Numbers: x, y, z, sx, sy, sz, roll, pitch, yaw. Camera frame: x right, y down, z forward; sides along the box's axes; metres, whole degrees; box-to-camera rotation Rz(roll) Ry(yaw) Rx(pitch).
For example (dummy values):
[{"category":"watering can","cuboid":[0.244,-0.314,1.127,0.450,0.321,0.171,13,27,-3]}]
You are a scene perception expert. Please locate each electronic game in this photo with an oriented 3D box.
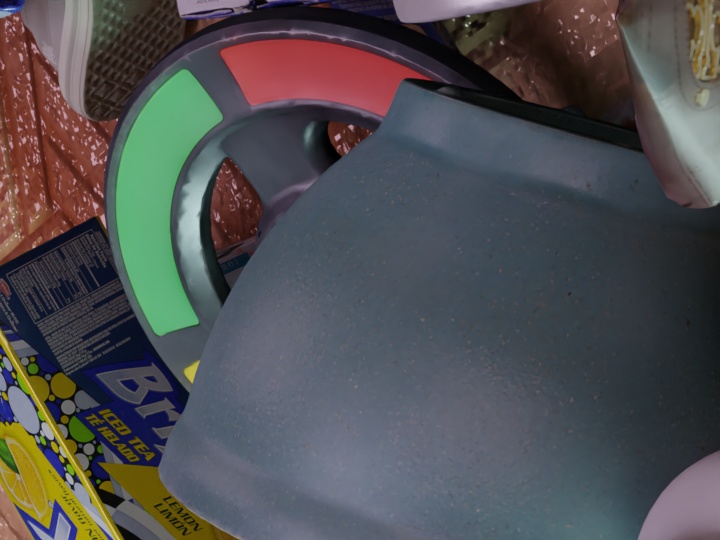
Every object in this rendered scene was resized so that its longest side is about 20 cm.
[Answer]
[{"category":"electronic game","cuboid":[0.000,0.000,0.965,0.199,0.042,0.201,16,129,20]}]

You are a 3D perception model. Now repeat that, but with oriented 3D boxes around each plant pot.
[{"category":"plant pot","cuboid":[0.052,0.020,0.831,0.200,0.199,0.135,22,99,49]}]

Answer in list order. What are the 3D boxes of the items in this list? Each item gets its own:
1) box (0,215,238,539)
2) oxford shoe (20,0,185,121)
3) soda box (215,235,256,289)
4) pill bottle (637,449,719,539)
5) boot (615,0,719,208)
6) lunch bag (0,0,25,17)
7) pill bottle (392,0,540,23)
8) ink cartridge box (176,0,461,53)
[{"category":"box","cuboid":[-0.085,0.087,1.056,0.201,0.064,0.070,60,147,2]},{"category":"oxford shoe","cuboid":[-0.093,-0.142,1.073,0.058,0.075,0.201,51,146,26]},{"category":"soda box","cuboid":[-0.086,0.036,1.142,0.200,0.068,0.064,-19,96,56]},{"category":"pill bottle","cuboid":[0.140,0.087,0.722,0.111,0.199,0.112,30,129,46]},{"category":"boot","cuboid":[0.099,-0.133,0.683,0.064,0.200,0.188,7,117,12]},{"category":"lunch bag","cuboid":[-0.178,-0.201,1.094,0.170,0.123,0.201,-1,72,65]},{"category":"pill bottle","cuboid":[0.036,-0.181,0.827,0.114,0.114,0.201,0,105,55]},{"category":"ink cartridge box","cuboid":[-0.015,-0.162,0.944,0.136,0.076,0.201,0,103,56]}]
